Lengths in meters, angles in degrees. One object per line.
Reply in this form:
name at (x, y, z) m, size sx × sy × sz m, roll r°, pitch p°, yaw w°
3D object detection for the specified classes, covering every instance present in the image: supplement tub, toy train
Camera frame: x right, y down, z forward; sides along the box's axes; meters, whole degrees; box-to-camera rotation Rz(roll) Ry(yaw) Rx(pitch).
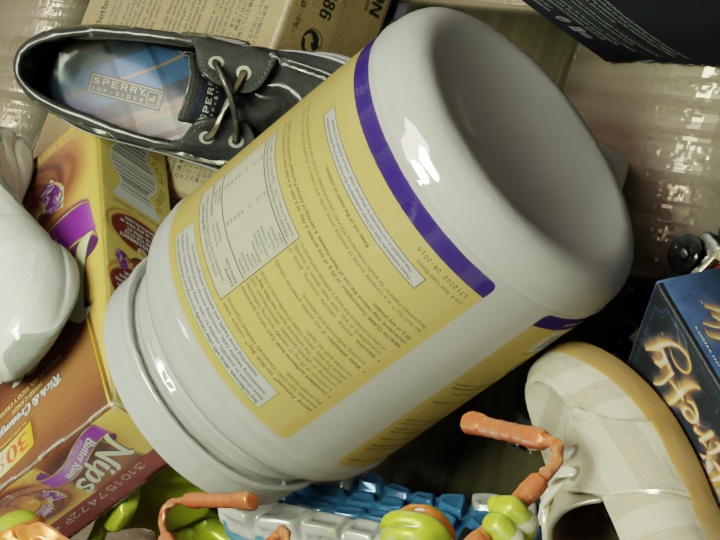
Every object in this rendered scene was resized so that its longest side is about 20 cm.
supplement tub at (0.000, 0.000, 0.832) m, size 0.200 × 0.145 × 0.146 m, roll -37°, pitch 52°, yaw 29°
toy train at (0.142, 0.017, 0.850) m, size 0.200 × 0.034 × 0.046 m, roll -45°, pitch 62°, yaw 15°

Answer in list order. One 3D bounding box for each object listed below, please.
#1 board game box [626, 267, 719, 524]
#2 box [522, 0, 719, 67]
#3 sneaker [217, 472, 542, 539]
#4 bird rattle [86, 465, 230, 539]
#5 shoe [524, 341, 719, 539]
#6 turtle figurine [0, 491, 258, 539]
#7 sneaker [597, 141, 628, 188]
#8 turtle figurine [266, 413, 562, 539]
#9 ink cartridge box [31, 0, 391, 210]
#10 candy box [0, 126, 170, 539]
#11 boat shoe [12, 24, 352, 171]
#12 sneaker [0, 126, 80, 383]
board game box at (0.154, 0.118, 0.741) m, size 0.136 × 0.034 × 0.200 m, roll 101°, pitch 152°, yaw -47°
box at (0.183, -0.196, 0.855) m, size 0.182 × 0.104 × 0.201 m, roll 10°, pitch 79°, yaw 41°
sneaker at (0.027, 0.146, 0.878) m, size 0.200 × 0.075 × 0.087 m, roll 12°, pitch 118°, yaw 32°
bird rattle at (-0.088, 0.075, 1.001) m, size 0.163 × 0.113 × 0.200 m, roll -42°, pitch 36°, yaw 4°
shoe at (0.103, 0.102, 0.741) m, size 0.200 × 0.053 × 0.070 m, roll -119°, pitch 26°, yaw -43°
turtle figurine at (-0.128, 0.169, 0.828) m, size 0.199 × 0.064 × 0.162 m, roll -12°, pitch 85°, yaw 18°
sneaker at (0.031, -0.023, 0.944) m, size 0.199 × 0.074 × 0.116 m, roll 14°, pitch 104°, yaw 30°
turtle figurine at (0.004, 0.151, 0.762) m, size 0.200 × 0.064 × 0.162 m, roll -28°, pitch 28°, yaw 41°
ink cartridge box at (-0.074, -0.129, 1.063) m, size 0.164 × 0.075 × 0.201 m, roll 16°, pitch 84°, yaw 44°
candy box at (-0.145, 0.029, 0.947) m, size 0.117 × 0.056 × 0.200 m, roll -37°, pitch 42°, yaw 24°
boat shoe at (-0.072, -0.081, 0.909) m, size 0.199 × 0.066 × 0.070 m, roll 16°, pitch 95°, yaw 20°
sneaker at (-0.192, -0.020, 0.925) m, size 0.070 × 0.080 × 0.200 m, roll -45°, pitch 39°, yaw 10°
